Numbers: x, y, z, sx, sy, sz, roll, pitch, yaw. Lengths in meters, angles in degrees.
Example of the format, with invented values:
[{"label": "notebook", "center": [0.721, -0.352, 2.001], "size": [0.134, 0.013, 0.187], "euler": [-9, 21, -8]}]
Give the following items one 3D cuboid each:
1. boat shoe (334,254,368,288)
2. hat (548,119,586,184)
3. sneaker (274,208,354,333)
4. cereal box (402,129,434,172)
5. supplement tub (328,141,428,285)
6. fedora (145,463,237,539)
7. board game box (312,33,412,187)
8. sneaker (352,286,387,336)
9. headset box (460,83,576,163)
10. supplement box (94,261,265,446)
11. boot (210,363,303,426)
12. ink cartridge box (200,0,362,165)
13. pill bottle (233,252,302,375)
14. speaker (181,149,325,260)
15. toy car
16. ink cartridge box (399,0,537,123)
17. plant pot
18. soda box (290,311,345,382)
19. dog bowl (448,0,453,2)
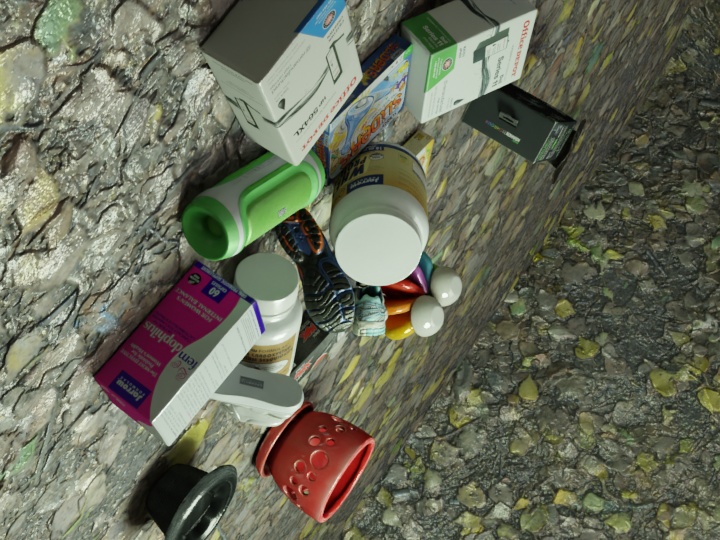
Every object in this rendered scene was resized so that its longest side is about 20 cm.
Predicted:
[{"label": "boat shoe", "center": [0.000, 0.000, 1.757], "size": [0.072, 0.065, 0.200], "euler": [-62, 164, 11]}, {"label": "hat", "center": [0.547, -0.345, 2.687], "size": [0.201, 0.081, 0.201], "euler": [-59, 171, -15]}, {"label": "sneaker", "center": [-0.059, -0.005, 1.410], "size": [0.075, 0.201, 0.078], "euler": [-19, -172, 6]}, {"label": "cereal box", "center": [0.053, -0.137, 1.705], "size": [0.200, 0.039, 0.144], "euler": [-46, 160, -33]}, {"label": "supplement tub", "center": [0.028, -0.085, 1.423], "size": [0.200, 0.144, 0.145], "euler": [-87, -165, -55]}, {"label": "fedora", "center": [-0.285, 0.374, 1.571], "size": [0.201, 0.091, 0.201], "euler": [-51, 162, -23]}, {"label": "board game box", "center": [0.000, -0.229, 1.392], "size": [0.200, 0.034, 0.136], "euler": [-49, 161, -28]}, {"label": "sneaker", "center": [0.020, 0.057, 1.833], "size": [0.200, 0.077, 0.087], "euler": [-109, -158, -74]}, {"label": "headset box", "center": [0.316, -0.298, 1.935], "size": [0.200, 0.174, 0.093], "euler": [-19, 139, -63]}, {"label": "supplement box", "center": [-0.225, 0.105, 1.237], "size": [0.200, 0.101, 0.103], "euler": [-52, 163, -20]}, {"label": "boot", "center": [-0.186, 0.173, 1.367], "size": [0.096, 0.199, 0.074], "euler": [127, -21, -49]}, {"label": "ink cartridge box", "center": [-0.079, -0.229, 1.078], "size": [0.146, 0.084, 0.200], "euler": [-55, 163, -10]}, {"label": "pill bottle", "center": [-0.143, 0.074, 1.394], "size": [0.114, 0.114, 0.200], "euler": [-44, 159, -38]}, {"label": "speaker", "center": [-0.128, -0.088, 1.196], "size": [0.200, 0.088, 0.089], "euler": [-40, 156, -46]}, {"label": "toy car", "center": [0.094, 0.038, 1.984], "size": [0.200, 0.175, 0.150], "euler": [-54, 126, -35]}, {"label": "ink cartridge box", "center": [0.156, -0.330, 1.463], "size": [0.199, 0.083, 0.147], "euler": [-28, 151, -20]}, {"label": "plant pot", "center": [-0.095, 0.374, 1.960], "size": [0.201, 0.182, 0.201], "euler": [-50, 162, -23]}, {"label": "soda box", "center": [-0.093, 0.126, 1.723], "size": [0.200, 0.063, 0.071], "euler": [-45, 159, -36]}, {"label": "dog bowl", "center": [0.212, -0.447, 1.567], "size": [0.200, 0.059, 0.200], "euler": [-51, 163, -22]}]
